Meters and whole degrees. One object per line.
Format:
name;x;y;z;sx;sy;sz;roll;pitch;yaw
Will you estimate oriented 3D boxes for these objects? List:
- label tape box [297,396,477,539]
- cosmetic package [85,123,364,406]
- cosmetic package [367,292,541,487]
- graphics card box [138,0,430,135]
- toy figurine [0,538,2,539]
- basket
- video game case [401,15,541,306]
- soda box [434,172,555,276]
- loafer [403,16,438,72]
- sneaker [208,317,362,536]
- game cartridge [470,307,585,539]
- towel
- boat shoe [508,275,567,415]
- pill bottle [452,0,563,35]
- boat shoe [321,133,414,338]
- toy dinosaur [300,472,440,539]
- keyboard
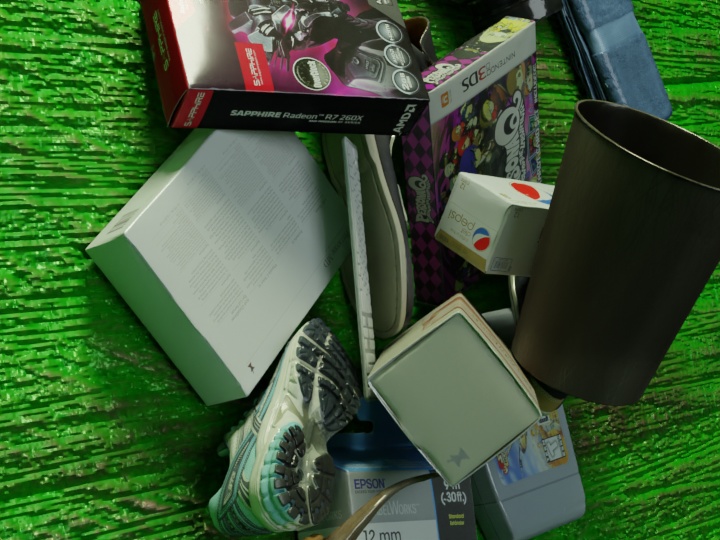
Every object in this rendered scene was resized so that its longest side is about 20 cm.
label tape box;0.022;0.193;1.167;0.143;0.066;0.201;7;74;-46
cosmetic package;-0.094;-0.022;1.122;0.151;0.052;0.200;54;45;-19
cosmetic package;0.073;0.084;1.152;0.103;0.087;0.200;52;6;-1
graphics card box;-0.057;-0.166;1.139;0.199;0.051;0.126;1;56;-27
toy figurine;-0.297;0.196;0.793;0.200;0.150;0.184;41;57;-2
basket;0.203;-0.008;1.180;0.136;0.180;0.200;8;114;-27
video game case;0.100;-0.096;1.306;0.181;0.036;0.201;-37;131;-45
soda box;0.159;-0.034;1.283;0.200;0.068;0.064;5;113;-45
loafer;0.043;-0.181;1.290;0.200;0.073;0.072;16;106;-45
sneaker;-0.061;0.110;1.093;0.078;0.086;0.200;55;30;-24
game cartridge;0.130;0.135;1.326;0.133;0.041;0.201;-9;84;-52
towel;0.257;-0.235;1.575;0.112;0.048;0.200;-28;98;-48
boat shoe;0.170;0.039;1.328;0.075;0.062;0.200;35;40;-22
pill bottle;0.111;-0.318;1.396;0.112;0.112;0.200;-34;102;-47
boat shoe;0.021;-0.043;1.239;0.063;0.073;0.201;1;72;-44
toy dinosaur;-0.027;0.204;1.052;0.060;0.200;0.106;39;0;8
keyboard;0.000;0.000;1.157;0.056;0.011;0.201;56;29;-85
